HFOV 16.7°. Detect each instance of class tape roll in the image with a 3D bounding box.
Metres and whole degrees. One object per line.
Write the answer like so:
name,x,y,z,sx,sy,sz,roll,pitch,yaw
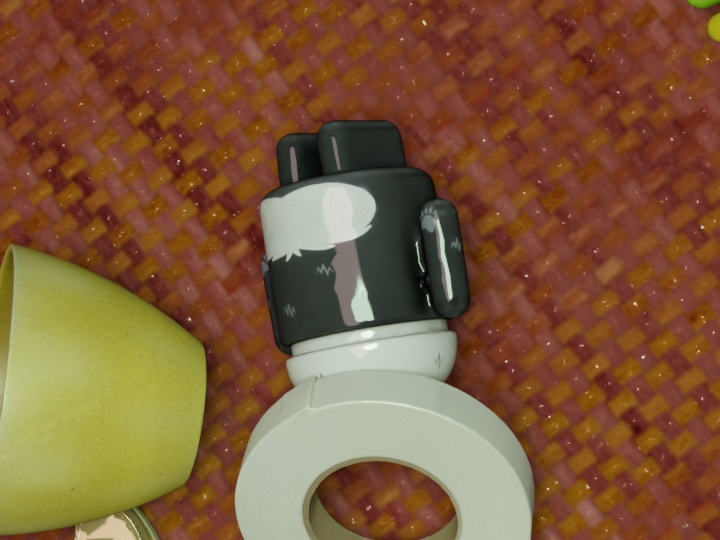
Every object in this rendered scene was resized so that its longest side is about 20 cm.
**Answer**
tape roll,0.016,0.154,1.643,0.202,0.037,0.203,4,126,6

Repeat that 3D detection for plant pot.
plant pot,-0.185,0.091,1.686,0.142,0.200,0.200,9,89,-13

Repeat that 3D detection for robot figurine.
robot figurine,0.000,0.000,1.670,0.125,0.150,0.200,-9,85,-7

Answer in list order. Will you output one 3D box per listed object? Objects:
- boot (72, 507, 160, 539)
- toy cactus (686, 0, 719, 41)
boot,-0.178,0.256,1.679,0.073,0.155,0.200,-7,86,12
toy cactus,0.299,-0.179,1.595,0.200,0.165,0.102,8,109,18
